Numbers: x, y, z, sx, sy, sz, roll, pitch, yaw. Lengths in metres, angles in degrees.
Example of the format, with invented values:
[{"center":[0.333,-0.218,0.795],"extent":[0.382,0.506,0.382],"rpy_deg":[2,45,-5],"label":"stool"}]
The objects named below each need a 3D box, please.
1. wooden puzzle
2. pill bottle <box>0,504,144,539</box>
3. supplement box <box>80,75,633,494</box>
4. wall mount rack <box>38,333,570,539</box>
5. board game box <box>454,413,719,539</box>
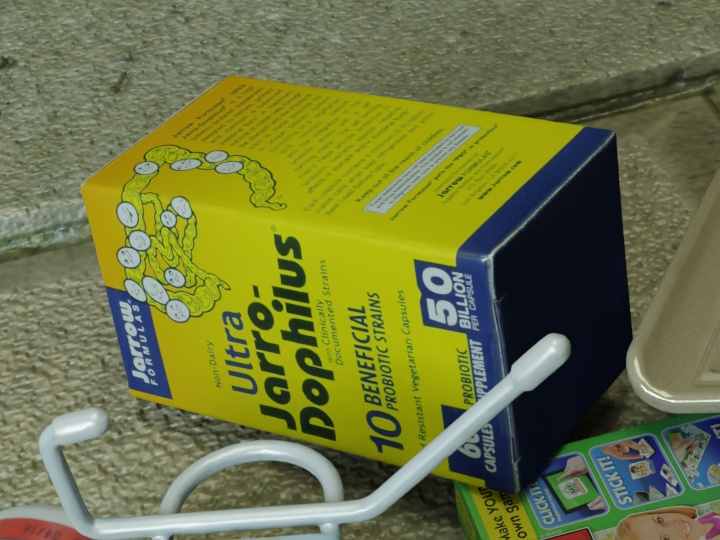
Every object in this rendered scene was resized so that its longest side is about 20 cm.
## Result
[{"center":[0.226,0.008,0.813],"extent":[0.198,0.038,0.185],"rpy_deg":[1,31,25],"label":"wooden puzzle"},{"center":[-0.129,0.181,0.638],"extent":[0.115,0.117,0.200],"rpy_deg":[11,41,22],"label":"pill bottle"},{"center":[0.000,0.000,0.829],"extent":[0.199,0.110,0.109],"rpy_deg":[11,35,33],"label":"supplement box"},{"center":[-0.018,0.093,0.586],"extent":[0.172,0.075,0.201],"rpy_deg":[-7,36,8],"label":"wall mount rack"},{"center":[0.125,0.133,0.729],"extent":[0.133,0.029,0.201],"rpy_deg":[-13,38,-8],"label":"board game box"}]
